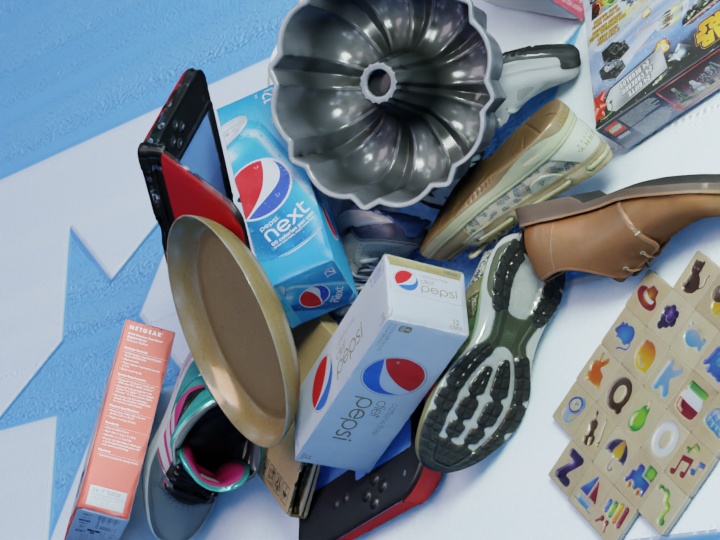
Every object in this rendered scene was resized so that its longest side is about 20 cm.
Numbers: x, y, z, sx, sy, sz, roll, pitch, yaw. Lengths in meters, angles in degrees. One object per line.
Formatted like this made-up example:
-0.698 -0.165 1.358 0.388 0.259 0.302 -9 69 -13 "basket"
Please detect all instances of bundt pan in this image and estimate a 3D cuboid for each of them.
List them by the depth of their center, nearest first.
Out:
0.030 -0.151 1.615 0.201 0.076 0.203 2 95 26 "bundt pan"

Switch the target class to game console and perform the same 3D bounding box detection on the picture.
0.004 0.124 1.668 0.177 0.031 0.201 -32 44 39 "game console"
-0.111 -0.045 1.729 0.118 0.201 0.173 9 47 17 "game console"

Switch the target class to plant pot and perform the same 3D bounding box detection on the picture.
-0.099 0.046 1.627 0.200 0.027 0.201 47 148 41 "plant pot"

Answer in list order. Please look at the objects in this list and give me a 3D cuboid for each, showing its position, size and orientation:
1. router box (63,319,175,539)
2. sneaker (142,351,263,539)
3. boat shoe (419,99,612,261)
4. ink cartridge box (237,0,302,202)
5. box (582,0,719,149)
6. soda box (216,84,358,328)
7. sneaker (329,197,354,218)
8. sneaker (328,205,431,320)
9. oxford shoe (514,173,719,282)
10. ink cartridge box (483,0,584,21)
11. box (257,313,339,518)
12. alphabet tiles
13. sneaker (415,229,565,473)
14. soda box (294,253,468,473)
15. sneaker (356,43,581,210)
-0.226 0.160 1.874 0.200 0.049 0.180 123 160 -69 "router box"
-0.138 0.173 1.754 0.121 0.083 0.201 -113 36 -65 "sneaker"
0.117 -0.056 1.585 0.200 0.063 0.073 -41 18 48 "boat shoe"
-0.060 -0.154 1.843 0.201 0.050 0.162 -58 -11 5 "ink cartridge box"
0.256 -0.199 1.520 0.200 0.040 0.137 -34 42 38 "box"
-0.062 -0.057 1.678 0.064 0.068 0.201 -23 54 7 "soda box"
0.010 -0.140 1.810 0.080 0.146 0.201 37 143 24 "sneaker"
0.000 0.000 1.725 0.200 0.077 0.086 -23 61 61 "sneaker"
0.206 -0.031 1.468 0.199 0.071 0.072 -13 88 43 "oxford shoe"
0.161 -0.323 1.696 0.147 0.085 0.201 24 87 58 "ink cartridge box"
-0.067 0.097 1.735 0.200 0.021 0.164 -136 58 -62 "box"
0.210 0.090 1.422 0.200 0.006 0.166 -58 33 11 "alphabet tiles"
0.092 0.064 1.561 0.201 0.077 0.089 -64 20 -10 "sneaker"
0.013 0.075 1.549 0.200 0.068 0.064 123 153 -46 "soda box"
0.101 -0.116 1.673 0.200 0.076 0.116 -15 96 24 "sneaker"
